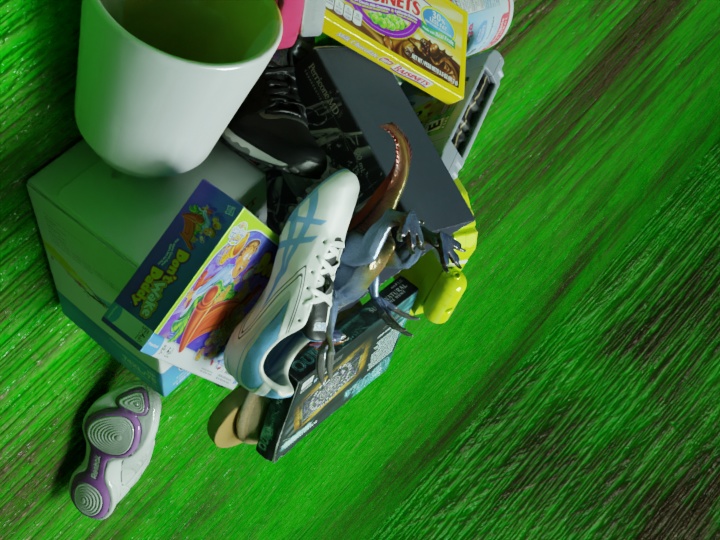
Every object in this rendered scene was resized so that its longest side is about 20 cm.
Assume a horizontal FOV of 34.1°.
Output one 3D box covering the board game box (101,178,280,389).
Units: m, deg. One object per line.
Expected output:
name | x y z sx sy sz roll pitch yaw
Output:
board game box | -0.118 0.019 0.978 0.135 0.045 0.200 -54 160 -3

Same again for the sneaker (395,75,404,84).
sneaker | 0.030 -0.194 1.361 0.200 0.075 0.087 -53 155 0

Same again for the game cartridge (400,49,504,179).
game cartridge | 0.064 -0.146 1.211 0.133 0.040 0.200 -17 -146 39

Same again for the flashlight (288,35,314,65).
flashlight | -0.051 -0.211 1.155 0.200 0.067 0.068 7 80 -71

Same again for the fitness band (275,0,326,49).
fitness band | -0.061 -0.269 0.924 0.037 0.144 0.200 -8 142 -17

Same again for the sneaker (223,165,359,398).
sneaker | -0.044 0.012 0.961 0.200 0.072 0.072 -65 158 8

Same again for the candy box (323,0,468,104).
candy box | 0.027 -0.242 1.111 0.200 0.103 0.026 22 151 -39

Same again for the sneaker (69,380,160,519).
sneaker | -0.271 0.189 1.335 0.200 0.075 0.100 -60 174 32

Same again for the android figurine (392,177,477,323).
android figurine | 0.062 -0.038 1.255 0.041 0.182 0.200 -13 151 -29

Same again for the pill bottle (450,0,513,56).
pill bottle | 0.073 -0.273 1.259 0.200 0.109 0.109 -29 150 -48

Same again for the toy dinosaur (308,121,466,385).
toy dinosaur | 0.000 0.000 1.027 0.181 0.201 0.105 -18 162 40

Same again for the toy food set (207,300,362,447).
toy food set | -0.068 0.104 1.240 0.200 0.049 0.198 -60 160 20

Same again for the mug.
mug | -0.142 -0.159 0.924 0.186 0.149 0.153 -25 155 -41

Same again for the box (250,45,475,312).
box | -0.026 -0.081 1.119 0.182 0.200 0.104 -36 168 34

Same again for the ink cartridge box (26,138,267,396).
ink cartridge box | -0.182 -0.022 1.051 0.147 0.146 0.200 -43 157 -27

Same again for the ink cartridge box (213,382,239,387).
ink cartridge box | -0.119 0.025 1.278 0.145 0.145 0.200 -56 161 12

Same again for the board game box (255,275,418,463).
board game box | -0.023 0.102 1.219 0.200 0.028 0.135 -35 155 -42

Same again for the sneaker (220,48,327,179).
sneaker | -0.086 -0.152 0.994 0.076 0.200 0.088 11 113 -45
